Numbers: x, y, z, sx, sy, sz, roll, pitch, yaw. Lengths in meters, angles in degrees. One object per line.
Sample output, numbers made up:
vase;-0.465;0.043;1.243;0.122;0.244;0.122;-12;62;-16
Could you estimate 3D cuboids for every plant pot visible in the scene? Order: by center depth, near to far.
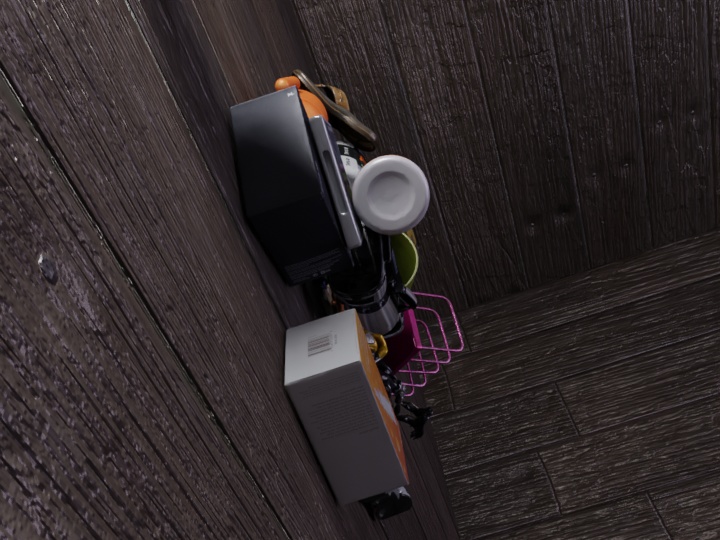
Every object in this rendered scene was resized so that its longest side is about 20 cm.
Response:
plant pot;0.029;0.033;1.662;0.201;0.185;0.188;87;-9;-56

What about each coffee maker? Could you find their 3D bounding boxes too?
coffee maker;0.000;0.000;1.323;0.193;0.134;0.200;62;-4;29

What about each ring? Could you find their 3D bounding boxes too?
ring;-0.049;-0.007;1.452;0.200;0.019;0.203;-7;90;-86

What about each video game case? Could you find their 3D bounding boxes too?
video game case;-0.031;-0.129;1.124;0.200;0.023;0.183;-82;156;-83

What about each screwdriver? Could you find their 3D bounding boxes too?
screwdriver;-0.062;0.043;1.298;0.201;0.029;0.028;-103;176;-58

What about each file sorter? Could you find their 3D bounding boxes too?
file sorter;0.099;0.153;1.571;0.200;0.124;0.140;-50;-139;43

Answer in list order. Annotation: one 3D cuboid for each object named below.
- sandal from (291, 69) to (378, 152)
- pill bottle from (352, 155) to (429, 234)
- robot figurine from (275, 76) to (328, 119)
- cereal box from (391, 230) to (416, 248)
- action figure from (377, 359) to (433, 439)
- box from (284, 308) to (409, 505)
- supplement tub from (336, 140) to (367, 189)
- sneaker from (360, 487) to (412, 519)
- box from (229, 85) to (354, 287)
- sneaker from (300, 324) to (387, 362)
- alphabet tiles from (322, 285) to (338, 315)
sandal;-0.041;-0.295;1.389;0.199;0.055;0.082;38;-14;4
pill bottle;0.045;-0.119;1.178;0.200;0.112;0.114;-77;148;-82
robot figurine;-0.112;-0.242;1.302;0.145;0.116;0.200;-62;-168;18
cereal box;0.009;-0.097;1.681;0.040;0.198;0.145;-69;150;-41
action figure;0.043;0.236;1.458;0.200;0.102;0.119;45;20;-12
box;-0.017;0.173;0.979;0.125;0.097;0.201;-99;170;-62
supplement tub;-0.041;-0.160;1.392;0.200;0.121;0.123;-98;169;-63
sneaker;0.020;0.305;1.172;0.201;0.080;0.087;79;-14;-51
box;-0.096;-0.116;1.084;0.183;0.103;0.201;68;6;-56
sneaker;-0.025;0.105;1.113;0.200;0.082;0.078;17;50;-65
alphabet tiles;-0.048;0.086;1.475;0.167;0.006;0.202;-96;167;-70
